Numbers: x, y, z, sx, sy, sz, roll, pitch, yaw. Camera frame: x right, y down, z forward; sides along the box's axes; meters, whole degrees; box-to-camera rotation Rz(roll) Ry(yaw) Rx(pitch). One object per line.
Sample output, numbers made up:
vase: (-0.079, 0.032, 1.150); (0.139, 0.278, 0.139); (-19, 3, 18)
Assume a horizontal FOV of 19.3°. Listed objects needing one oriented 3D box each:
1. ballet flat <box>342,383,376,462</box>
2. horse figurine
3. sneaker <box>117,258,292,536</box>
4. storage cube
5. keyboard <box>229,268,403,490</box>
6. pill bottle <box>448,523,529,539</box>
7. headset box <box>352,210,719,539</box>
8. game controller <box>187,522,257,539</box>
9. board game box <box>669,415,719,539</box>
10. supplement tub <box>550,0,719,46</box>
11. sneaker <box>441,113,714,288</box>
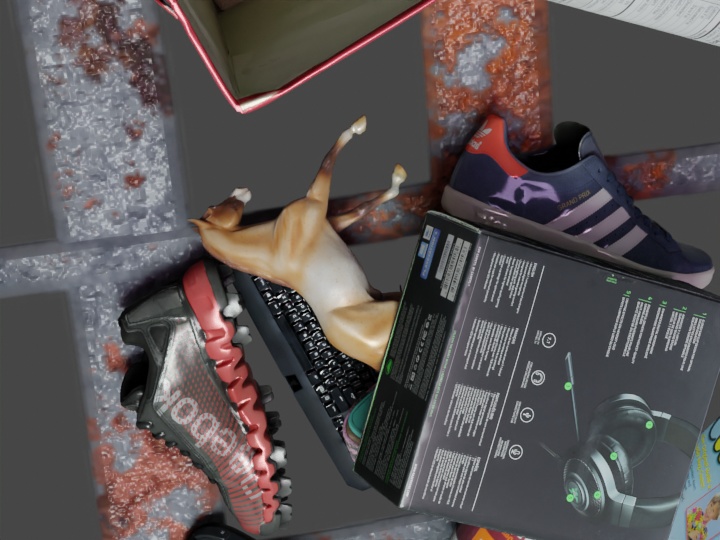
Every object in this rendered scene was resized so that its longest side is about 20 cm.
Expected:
ballet flat: (0.068, 0.067, 1.411); (0.200, 0.069, 0.071); (-43, 143, -18)
horse figurine: (0.000, 0.000, 1.355); (0.132, 0.050, 0.200); (-39, 83, -10)
sneaker: (-0.105, 0.094, 1.405); (0.097, 0.071, 0.202); (-18, 114, -1)
storage cube: (-0.045, -0.228, 1.206); (0.199, 0.180, 0.172); (-32, 116, 5)
keyboard: (-0.002, 0.060, 1.425); (0.103, 0.040, 0.201); (-27, 117, 4)
pill bottle: (0.128, 0.183, 1.464); (0.109, 0.110, 0.201); (28, 107, -20)
headset box: (0.120, 0.074, 1.312); (0.198, 0.093, 0.176); (14, 95, -20)
game controller: (-0.044, 0.255, 1.474); (0.199, 0.042, 0.105); (29, 128, 5)
board game box: (0.246, 0.201, 1.465); (0.102, 0.105, 0.200); (27, 126, -20)
supplement tub: (0.179, -0.214, 1.278); (0.198, 0.132, 0.133); (11, 112, -15)
sneaker: (0.155, -0.047, 1.385); (0.198, 0.075, 0.085); (17, 99, -23)
